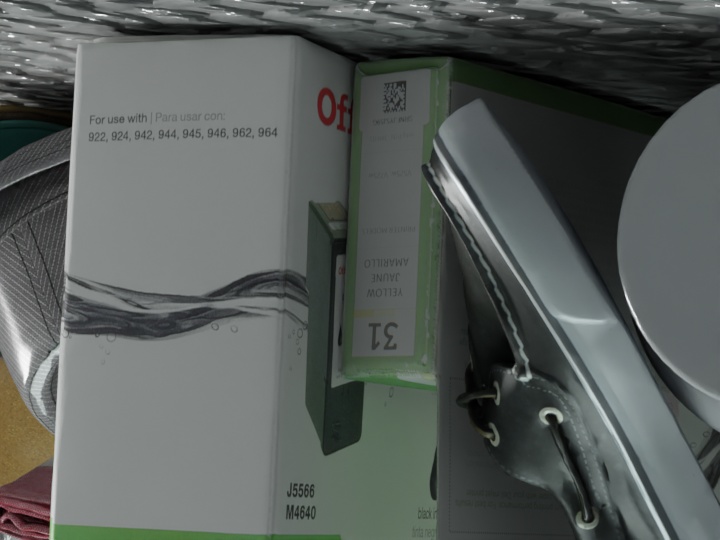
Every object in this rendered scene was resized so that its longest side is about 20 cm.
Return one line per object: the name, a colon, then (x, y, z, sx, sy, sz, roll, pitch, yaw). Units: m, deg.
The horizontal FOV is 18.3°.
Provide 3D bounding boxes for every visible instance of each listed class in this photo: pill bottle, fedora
pill bottle: (0.146, 0.002, 0.695, 0.115, 0.117, 0.200, 4, 176, 19)
fedora: (-0.073, 0.018, 0.888, 0.176, 0.091, 0.200, -30, 150, 19)

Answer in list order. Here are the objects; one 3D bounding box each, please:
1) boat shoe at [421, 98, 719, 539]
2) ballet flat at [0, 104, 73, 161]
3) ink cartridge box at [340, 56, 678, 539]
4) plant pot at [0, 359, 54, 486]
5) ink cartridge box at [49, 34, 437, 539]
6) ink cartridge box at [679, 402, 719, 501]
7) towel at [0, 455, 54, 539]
boat shoe: (0.063, 0.044, 0.672, 0.056, 0.201, 0.069, -28, -159, 5)
ballet flat: (-0.111, -0.032, 0.948, 0.199, 0.069, 0.063, 10, -171, -37)
ink cartridge box: (0.055, 0.040, 0.744, 0.048, 0.202, 0.145, -1, 174, 40)
plant pot: (-0.094, 0.029, 1.170, 0.199, 0.188, 0.186, -16, 164, 36)
ink cartridge box: (-0.032, 0.031, 0.753, 0.083, 0.202, 0.145, 1, 175, 24)
ink cartridge box: (0.145, 0.053, 0.905, 0.200, 0.085, 0.146, 44, -179, 8)
towel: (-0.044, 0.079, 0.941, 0.143, 0.023, 0.200, 6, -163, 26)
